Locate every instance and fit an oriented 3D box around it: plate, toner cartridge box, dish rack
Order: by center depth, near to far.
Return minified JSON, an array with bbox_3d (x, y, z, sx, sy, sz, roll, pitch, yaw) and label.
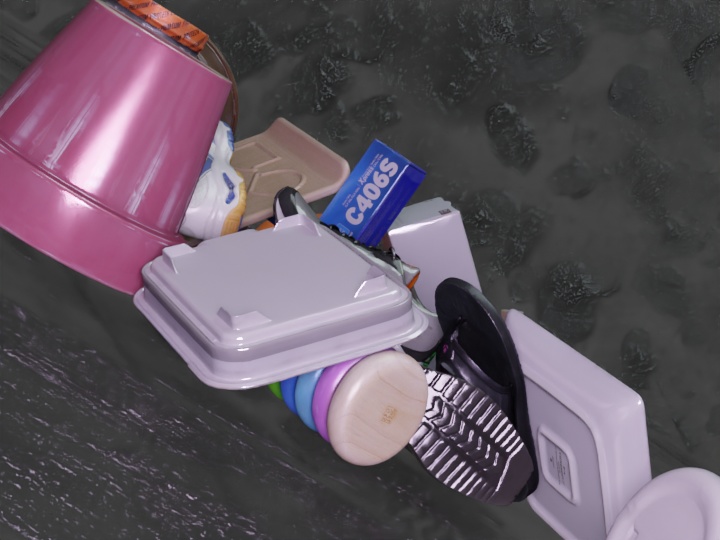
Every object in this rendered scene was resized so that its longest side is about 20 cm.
[{"bbox_3d":[-0.063,0.013,1.163,0.171,0.044,0.200,-16,26,-22],"label":"dish rack"},{"bbox_3d":[0.171,0.154,1.308,0.200,0.032,0.200,39,-36,58],"label":"plate"},{"bbox_3d":[-0.018,-0.025,1.503,0.043,0.200,0.095,36,4,12],"label":"toner cartridge box"}]

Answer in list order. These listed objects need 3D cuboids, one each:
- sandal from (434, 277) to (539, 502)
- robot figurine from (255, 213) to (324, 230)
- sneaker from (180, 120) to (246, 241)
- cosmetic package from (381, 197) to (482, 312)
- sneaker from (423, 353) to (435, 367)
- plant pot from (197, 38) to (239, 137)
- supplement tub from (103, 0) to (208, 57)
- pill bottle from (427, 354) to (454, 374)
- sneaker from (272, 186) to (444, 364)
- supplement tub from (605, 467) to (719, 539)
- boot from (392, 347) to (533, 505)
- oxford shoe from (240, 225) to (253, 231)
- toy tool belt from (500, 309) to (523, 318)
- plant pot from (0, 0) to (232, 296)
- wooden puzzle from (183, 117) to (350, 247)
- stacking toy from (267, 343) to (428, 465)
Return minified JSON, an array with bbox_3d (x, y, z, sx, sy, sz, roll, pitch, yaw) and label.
[{"bbox_3d":[0.098,0.103,1.313,0.075,0.048,0.201,3,-65,50],"label":"sandal"},{"bbox_3d":[-0.040,0.000,1.670,0.144,0.116,0.200,62,1,-5],"label":"robot figurine"},{"bbox_3d":[-0.159,-0.091,1.431,0.088,0.075,0.200,10,21,-19],"label":"sneaker"},{"bbox_3d":[0.083,0.033,1.659,0.113,0.081,0.201,-129,-159,-80],"label":"cosmetic package"},{"bbox_3d":[0.048,0.094,1.538,0.199,0.085,0.078,16,20,-15],"label":"sneaker"},{"bbox_3d":[-0.254,-0.176,1.746,0.200,0.201,0.198,32,12,6],"label":"plant pot"},{"bbox_3d":[-0.230,-0.155,1.477,0.122,0.200,0.123,32,3,-2],"label":"supplement tub"},{"bbox_3d":[0.150,0.136,1.493,0.200,0.111,0.111,29,5,-33],"label":"pill bottle"},{"bbox_3d":[0.000,0.000,1.398,0.200,0.079,0.074,48,7,9],"label":"sneaker"},{"bbox_3d":[0.279,0.235,1.138,0.200,0.132,0.132,31,4,-24],"label":"supplement tub"},{"bbox_3d":[0.041,0.111,1.313,0.200,0.078,0.138,40,-8,-6],"label":"boot"},{"bbox_3d":[-0.142,-0.037,1.596,0.075,0.058,0.200,58,-11,-31],"label":"oxford shoe"},{"bbox_3d":[0.207,0.137,1.814,0.200,0.123,0.125,35,5,31],"label":"toy tool belt"},{"bbox_3d":[-0.200,-0.104,1.259,0.200,0.179,0.200,32,5,-3],"label":"plant pot"},{"bbox_3d":[-0.126,-0.068,1.532,0.185,0.200,0.046,38,-30,58],"label":"wooden puzzle"},{"bbox_3d":[-0.043,0.065,1.181,0.200,0.086,0.085,29,1,45],"label":"stacking toy"}]
